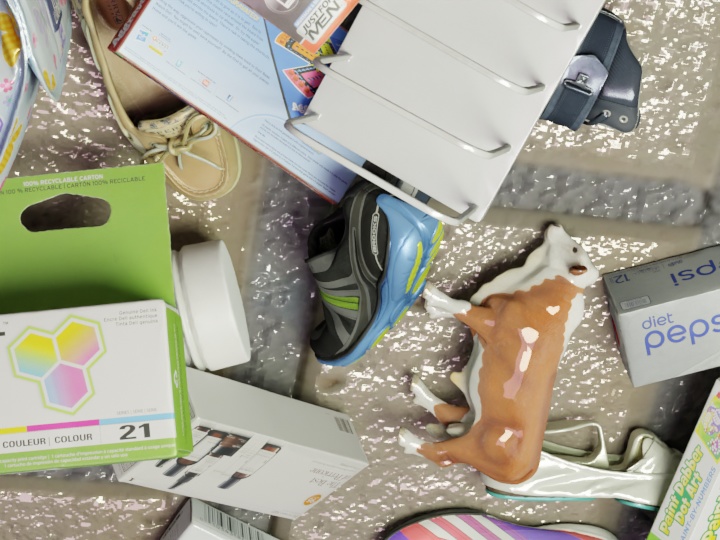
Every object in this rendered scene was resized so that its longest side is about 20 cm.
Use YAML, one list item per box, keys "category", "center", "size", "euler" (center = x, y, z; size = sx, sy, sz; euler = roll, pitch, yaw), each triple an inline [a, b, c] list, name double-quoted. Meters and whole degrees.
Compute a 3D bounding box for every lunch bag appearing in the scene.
- category: "lunch bag"
  center: [-0.251, -0.140, 1.288]
  size: [0.127, 0.170, 0.200]
  euler: [18, 113, -11]

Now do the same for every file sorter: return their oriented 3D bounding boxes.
- category: "file sorter"
  center: [0.057, -0.144, 1.282]
  size: [0.139, 0.125, 0.200]
  euler: [30, 103, 6]

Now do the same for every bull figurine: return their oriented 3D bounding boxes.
- category: "bull figurine"
  center: [0.101, 0.060, 1.478]
  size: [0.121, 0.065, 0.200]
  euler: [11, 102, 5]

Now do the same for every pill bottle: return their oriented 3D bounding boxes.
- category: "pill bottle"
  center: [-0.184, 0.044, 1.421]
  size: [0.200, 0.114, 0.114]
  euler: [-13, 118, 1]

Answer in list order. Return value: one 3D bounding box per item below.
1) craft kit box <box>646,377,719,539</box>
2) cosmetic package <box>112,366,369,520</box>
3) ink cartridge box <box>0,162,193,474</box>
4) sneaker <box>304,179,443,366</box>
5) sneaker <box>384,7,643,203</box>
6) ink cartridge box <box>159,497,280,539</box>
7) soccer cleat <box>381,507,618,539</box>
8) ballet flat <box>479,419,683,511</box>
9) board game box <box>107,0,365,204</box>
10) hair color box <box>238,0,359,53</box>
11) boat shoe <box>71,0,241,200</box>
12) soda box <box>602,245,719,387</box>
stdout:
- category: "craft kit box"
  center: [0.317, 0.173, 1.538]
  size: [0.197, 0.049, 0.200]
  euler: [2, 119, -32]
- category: "cosmetic package"
  center: [-0.087, 0.128, 1.452]
  size: [0.083, 0.051, 0.200]
  euler: [-37, 148, 23]
- category: "ink cartridge box"
  center: [-0.195, 0.030, 1.327]
  size: [0.148, 0.076, 0.200]
  euler: [-6, 85, 2]
- category: "sneaker"
  center: [0.000, 0.000, 1.420]
  size: [0.083, 0.071, 0.200]
  euler: [39, 148, 10]
- category: "sneaker"
  center: [0.111, -0.101, 1.397]
  size: [0.146, 0.077, 0.202]
  euler: [23, 112, -13]
- category: "ink cartridge box"
  center: [-0.101, 0.299, 1.602]
  size: [0.200, 0.041, 0.200]
  euler: [29, 111, -19]
- category: "soccer cleat"
  center: [0.113, 0.233, 1.572]
  size: [0.200, 0.073, 0.068]
  euler: [5, 117, -9]
- category: "ballet flat"
  center: [0.192, 0.149, 1.548]
  size: [0.200, 0.069, 0.069]
  euler: [6, 116, -8]
- category: "board game box"
  center: [-0.063, -0.137, 1.354]
  size: [0.200, 0.019, 0.103]
  euler: [34, 88, -31]
- category: "hair color box"
  center: [-0.026, -0.225, 1.250]
  size: [0.064, 0.200, 0.111]
  euler: [35, 109, -20]
- category: "boat shoe"
  center: [-0.142, -0.124, 1.368]
  size: [0.073, 0.063, 0.200]
  euler: [-27, 117, 7]
- category: "soda box"
  center: [0.285, 0.021, 1.486]
  size: [0.200, 0.063, 0.068]
  euler: [-14, 118, 2]
